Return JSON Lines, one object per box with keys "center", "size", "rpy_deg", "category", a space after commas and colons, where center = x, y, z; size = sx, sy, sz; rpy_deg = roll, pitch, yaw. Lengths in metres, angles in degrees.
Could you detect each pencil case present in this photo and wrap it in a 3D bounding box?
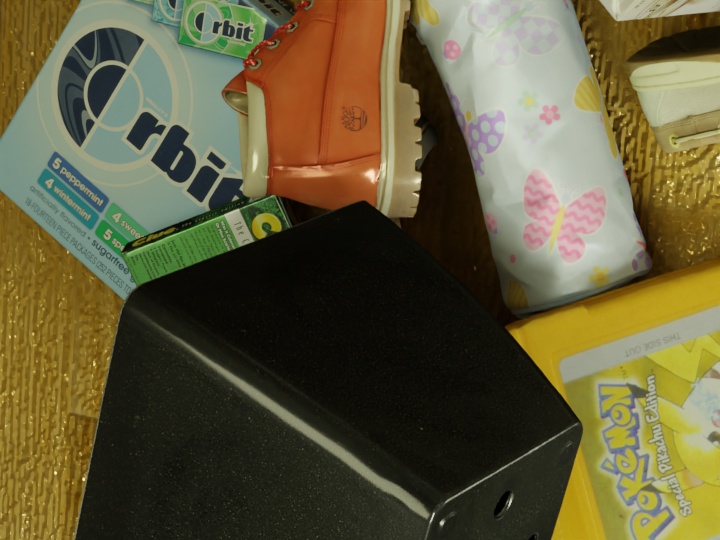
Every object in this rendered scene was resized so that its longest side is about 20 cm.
{"center": [0.093, -0.076, 1.387], "size": [0.090, 0.083, 0.202], "rpy_deg": [-19, 92, 15], "category": "pencil case"}

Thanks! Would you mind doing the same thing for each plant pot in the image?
{"center": [-0.007, 0.110, 1.245], "size": [0.177, 0.199, 0.201], "rpy_deg": [29, 120, 26], "category": "plant pot"}

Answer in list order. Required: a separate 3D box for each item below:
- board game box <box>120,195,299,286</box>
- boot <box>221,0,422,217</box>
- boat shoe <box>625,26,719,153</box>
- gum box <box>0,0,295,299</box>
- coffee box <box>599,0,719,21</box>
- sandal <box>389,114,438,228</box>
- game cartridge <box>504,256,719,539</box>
{"center": [-0.053, 0.057, 1.474], "size": [0.104, 0.023, 0.201], "rpy_deg": [-19, 107, 16], "category": "board game box"}
{"center": [-0.024, -0.125, 1.386], "size": [0.106, 0.075, 0.202], "rpy_deg": [0, 63, -5], "category": "boot"}
{"center": [0.235, -0.095, 1.319], "size": [0.199, 0.074, 0.067], "rpy_deg": [1, 115, 43], "category": "boat shoe"}
{"center": [-0.113, -0.086, 1.498], "size": [0.170, 0.044, 0.201], "rpy_deg": [41, 113, 14], "category": "gum box"}
{"center": [0.182, -0.193, 1.258], "size": [0.113, 0.200, 0.080], "rpy_deg": [-43, 77, 26], "category": "coffee box"}
{"center": [0.000, 0.000, 1.410], "size": [0.054, 0.201, 0.082], "rpy_deg": [37, 148, -12], "category": "sandal"}
{"center": [0.153, 0.098, 1.344], "size": [0.032, 0.199, 0.178], "rpy_deg": [-9, 98, 68], "category": "game cartridge"}
